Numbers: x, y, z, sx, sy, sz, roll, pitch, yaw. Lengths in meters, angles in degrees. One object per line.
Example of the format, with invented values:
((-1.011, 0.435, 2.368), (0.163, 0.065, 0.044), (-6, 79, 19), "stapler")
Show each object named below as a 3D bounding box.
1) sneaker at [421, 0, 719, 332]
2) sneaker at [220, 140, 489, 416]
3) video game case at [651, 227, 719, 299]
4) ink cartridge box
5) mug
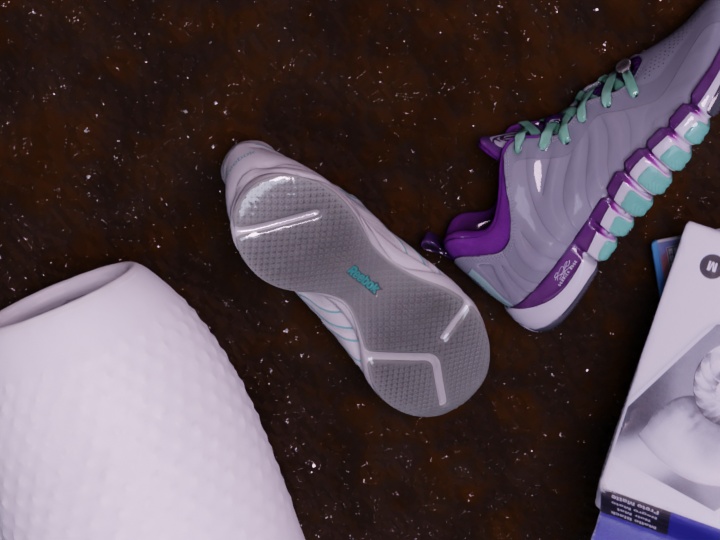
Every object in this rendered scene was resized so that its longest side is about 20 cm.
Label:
((0.113, -0.066, 0.853), (0.087, 0.075, 0.201), (32, 108, -6), "sneaker")
((0.000, 0.000, 0.882), (0.070, 0.080, 0.200), (-40, 124, 5), "sneaker")
((0.260, 0.038, 0.869), (0.198, 0.018, 0.145), (-10, 81, 13), "video game case")
((0.225, 0.099, 0.842), (0.197, 0.041, 0.202), (17, 89, 16), "ink cartridge box")
((-0.144, 0.098, 0.886), (0.198, 0.147, 0.177), (-12, 104, 37), "mug")
